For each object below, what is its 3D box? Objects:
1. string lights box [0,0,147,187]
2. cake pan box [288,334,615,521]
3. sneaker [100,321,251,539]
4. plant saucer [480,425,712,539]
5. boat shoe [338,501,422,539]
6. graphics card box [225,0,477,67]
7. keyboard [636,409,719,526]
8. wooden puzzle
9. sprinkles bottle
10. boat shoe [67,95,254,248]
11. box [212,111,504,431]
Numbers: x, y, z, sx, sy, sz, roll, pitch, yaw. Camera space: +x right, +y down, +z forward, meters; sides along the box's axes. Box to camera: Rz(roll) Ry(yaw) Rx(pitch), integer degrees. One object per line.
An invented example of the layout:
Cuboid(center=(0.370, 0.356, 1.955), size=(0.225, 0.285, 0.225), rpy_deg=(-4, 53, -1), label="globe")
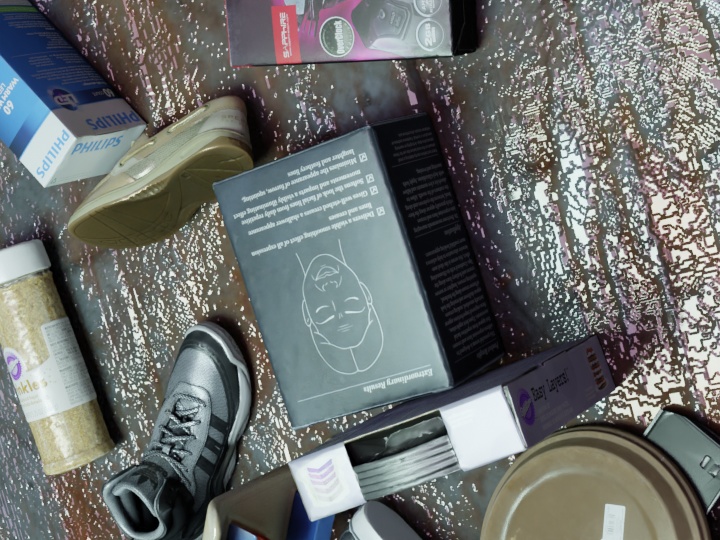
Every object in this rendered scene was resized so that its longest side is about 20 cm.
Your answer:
Cuboid(center=(-0.284, -0.165, 1.297), size=(0.200, 0.103, 0.059), rpy_deg=(47, 117, 12), label="string lights box")
Cuboid(center=(0.069, 0.111, 1.114), size=(0.183, 0.200, 0.053), rpy_deg=(-25, 87, 27), label="cake pan box")
Cuboid(center=(-0.154, 0.148, 1.288), size=(0.075, 0.114, 0.202), rpy_deg=(17, 108, 23), label="sneaker")
Cuboid(center=(0.166, 0.216, 1.145), size=(0.199, 0.029, 0.202), rpy_deg=(-7, 79, 38), label="plant saucer")
Cuboid(center=(0.047, 0.274, 1.207), size=(0.200, 0.071, 0.068), rpy_deg=(47, 112, 26), label="boat shoe")
Cuboid(center=(-0.012, -0.221, 1.172), size=(0.198, 0.051, 0.127), rpy_deg=(2, 101, 27), label="graphics card box")
Cuboid(center=(0.219, 0.212, 1.133), size=(0.127, 0.021, 0.201), rpy_deg=(42, 110, 34), label="keyboard")
Cuboid(center=(-0.070, 0.244, 1.214), size=(0.046, 0.200, 0.187), rpy_deg=(18, 109, 23), label="wooden puzzle")
Cuboid(center=(-0.280, 0.076, 1.367), size=(0.068, 0.068, 0.202), rpy_deg=(-19, 92, 30), label="sprinkles bottle")
Cuboid(center=(-0.166, -0.079, 1.281), size=(0.199, 0.072, 0.065), rpy_deg=(-28, 51, 34), label="boat shoe")
Cuboid(center=(0.000, 0.000, 1.179), size=(0.147, 0.107, 0.202), rpy_deg=(-17, 92, 29), label="box")
